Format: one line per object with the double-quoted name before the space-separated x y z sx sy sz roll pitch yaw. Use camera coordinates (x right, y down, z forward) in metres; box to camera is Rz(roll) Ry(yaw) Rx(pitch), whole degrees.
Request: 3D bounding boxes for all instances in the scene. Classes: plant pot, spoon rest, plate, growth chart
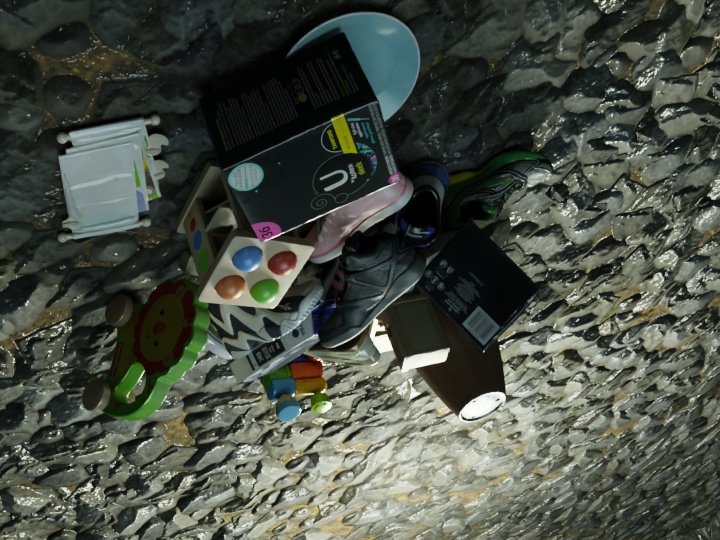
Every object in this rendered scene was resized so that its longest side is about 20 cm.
"plant pot" 0.179 0.162 1.652 0.183 0.202 0.189 -15 144 -11
"spoon rest" 0.117 -0.030 1.494 0.197 0.061 0.100 6 135 -35
"plate" -0.018 -0.248 1.168 0.196 0.026 0.202 -16 144 -12
"growth chart" -0.316 -0.113 1.168 0.142 0.018 0.202 -9 141 -22

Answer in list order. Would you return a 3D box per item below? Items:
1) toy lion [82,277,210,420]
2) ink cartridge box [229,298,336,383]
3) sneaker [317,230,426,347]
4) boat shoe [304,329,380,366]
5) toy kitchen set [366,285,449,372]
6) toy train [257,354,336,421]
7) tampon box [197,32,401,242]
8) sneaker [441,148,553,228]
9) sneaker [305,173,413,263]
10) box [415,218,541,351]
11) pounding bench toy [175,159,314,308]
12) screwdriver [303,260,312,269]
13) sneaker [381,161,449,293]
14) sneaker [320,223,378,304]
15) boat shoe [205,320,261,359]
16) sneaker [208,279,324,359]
"toy lion" -0.293 0.111 1.298 0.189 0.204 0.068 -1 160 39
"ink cartridge box" -0.100 0.107 1.414 0.199 0.040 0.099 -35 168 24
"sneaker" -0.010 0.018 1.316 0.114 0.077 0.199 40 112 -17
"boat shoe" -0.042 0.120 1.482 0.065 0.198 0.073 44 67 -29
"toy kitchen set" 0.027 0.127 1.537 0.160 0.183 0.202 -10 143 -17
"toy train" -0.077 0.199 1.619 0.196 0.117 0.085 -2 140 -28
"tampon box" -0.072 -0.158 1.118 0.197 0.128 0.151 -24 144 0
"sneaker" 0.208 -0.118 1.415 0.197 0.086 0.079 -23 145 -3
"sneaker" -0.029 -0.096 1.319 0.199 0.076 0.104 -34 129 25
"box" 0.178 0.026 1.386 0.124 0.149 0.200 -46 172 4
"pounding bench toy" -0.174 -0.015 1.256 0.122 0.158 0.201 6 135 -36
"screwdriver" -0.101 0.006 1.434 0.199 0.028 0.029 -41 113 16
"sneaker" 0.070 -0.054 1.351 0.079 0.116 0.203 19 115 1
"sneaker" 0.000 0.000 1.429 0.070 0.082 0.201 -37 161 -40
"boat shoe" -0.193 0.102 1.483 0.062 0.072 0.199 -49 150 11
"sneaker" -0.156 0.036 1.354 0.197 0.080 0.130 -29 107 36
